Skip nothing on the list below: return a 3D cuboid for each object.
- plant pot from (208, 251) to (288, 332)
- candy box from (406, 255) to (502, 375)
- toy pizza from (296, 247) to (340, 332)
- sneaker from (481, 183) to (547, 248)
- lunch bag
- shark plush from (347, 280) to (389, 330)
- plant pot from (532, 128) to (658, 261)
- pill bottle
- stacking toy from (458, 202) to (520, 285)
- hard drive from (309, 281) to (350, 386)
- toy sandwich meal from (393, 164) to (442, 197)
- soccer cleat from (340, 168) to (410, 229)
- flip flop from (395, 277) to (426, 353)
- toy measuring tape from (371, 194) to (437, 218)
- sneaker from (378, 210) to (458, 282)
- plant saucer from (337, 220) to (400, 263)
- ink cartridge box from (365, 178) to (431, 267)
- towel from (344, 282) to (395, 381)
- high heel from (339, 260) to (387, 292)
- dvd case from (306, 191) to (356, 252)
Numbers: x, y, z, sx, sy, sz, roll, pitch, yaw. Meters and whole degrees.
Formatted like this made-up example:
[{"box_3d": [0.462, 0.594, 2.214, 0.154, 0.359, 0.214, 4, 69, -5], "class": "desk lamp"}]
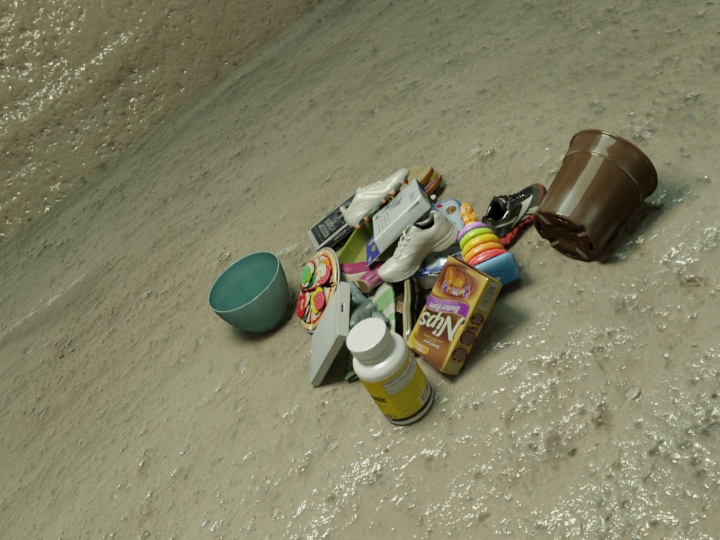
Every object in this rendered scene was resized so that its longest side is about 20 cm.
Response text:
[{"box_3d": [-0.253, 0.072, 1.914, 0.198, 0.136, 0.202, -21, 35, 16], "class": "plant pot"}, {"box_3d": [0.181, 0.087, 1.531, 0.116, 0.056, 0.202, 34, 103, 47], "class": "candy box"}, {"box_3d": [-0.105, 0.043, 1.827, 0.200, 0.031, 0.203, -36, 48, 52], "class": "toy pizza"}, {"box_3d": [0.340, -0.138, 1.740, 0.200, 0.099, 0.071, -43, 34, -17], "class": "sneaker"}, {"box_3d": [0.173, -0.058, 1.760, 0.158, 0.076, 0.202, -16, 49, 12], "class": "lunch bag"}, {"box_3d": [0.001, 0.074, 1.658, 0.091, 0.083, 0.202, -41, 29, 29], "class": "shark plush"}, {"box_3d": [0.460, -0.141, 1.581, 0.199, 0.201, 0.199, 20, 68, 49], "class": "plant pot"}, {"box_3d": [0.053, 0.186, 1.473, 0.110, 0.201, 0.112, -20, 35, 15], "class": "pill bottle"}, {"box_3d": [0.247, -0.060, 1.645, 0.108, 0.116, 0.202, -23, 59, 9], "class": "stacking toy"}, {"box_3d": [-0.066, 0.135, 1.652, 0.026, 0.201, 0.133, 13, 50, -14], "class": "hard drive"}, {"box_3d": [0.115, -0.223, 2.046, 0.203, 0.071, 0.207, -21, 36, 16], "class": "toy sandwich meal"}, {"box_3d": [0.033, -0.185, 1.884, 0.200, 0.078, 0.069, -42, -8, 17], "class": "soccer cleat"}, {"box_3d": [0.101, 0.094, 1.668, 0.057, 0.081, 0.202, -21, 41, 26], "class": "flip flop"}, {"box_3d": [0.091, -0.178, 1.941, 0.197, 0.074, 0.074, -13, 38, 16], "class": "toy measuring tape"}, {"box_3d": [0.112, -0.055, 1.682, 0.199, 0.087, 0.075, -40, 35, 8], "class": "sneaker"}, {"box_3d": [0.046, -0.044, 1.900, 0.198, 0.048, 0.201, 2, 47, 40], "class": "plant saucer"}, {"box_3d": [0.071, -0.113, 1.788, 0.200, 0.041, 0.200, -44, 13, 12], "class": "ink cartridge box"}, {"box_3d": [0.021, 0.127, 1.683, 0.152, 0.023, 0.202, -42, 27, 31], "class": "towel"}, {"box_3d": [0.000, 0.000, 1.808, 0.095, 0.068, 0.199, -34, 19, -25], "class": "high heel"}, {"box_3d": [-0.048, -0.133, 2.070, 0.199, 0.025, 0.151, -38, 25, 2], "class": "dvd case"}]
